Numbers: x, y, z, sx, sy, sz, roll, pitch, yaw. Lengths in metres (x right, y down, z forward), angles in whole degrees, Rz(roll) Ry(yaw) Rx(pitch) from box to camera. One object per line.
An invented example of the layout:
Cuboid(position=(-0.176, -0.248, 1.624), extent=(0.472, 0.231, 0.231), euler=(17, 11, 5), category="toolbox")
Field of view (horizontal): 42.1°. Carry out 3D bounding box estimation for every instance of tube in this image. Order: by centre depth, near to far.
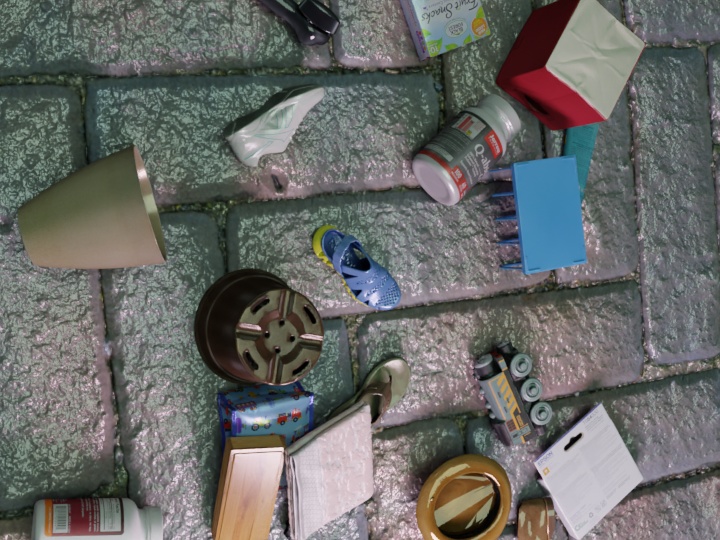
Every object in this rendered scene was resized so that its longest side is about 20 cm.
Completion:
Cuboid(position=(0.429, -0.211, 1.866), extent=(0.076, 0.050, 0.204), euler=(16, 81, -26), category="tube")

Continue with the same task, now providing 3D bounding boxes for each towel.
Cuboid(position=(-0.049, 0.352, 1.629), extent=(0.189, 0.032, 0.204), euler=(-26, 126, -37), category="towel")

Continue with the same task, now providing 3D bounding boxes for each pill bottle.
Cuboid(position=(-0.421, 0.424, 1.497), extent=(0.196, 0.113, 0.116), euler=(5, 90, -22), category="pill bottle")
Cuboid(position=(0.198, -0.227, 1.730), extent=(0.200, 0.115, 0.116), euler=(-45, 106, -15), category="pill bottle")

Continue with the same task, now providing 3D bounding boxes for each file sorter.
Cuboid(position=(0.331, -0.107, 1.785), extent=(0.136, 0.122, 0.205), euler=(-9, 96, -22), category="file sorter")

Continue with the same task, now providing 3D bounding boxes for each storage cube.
Cuboid(position=(0.396, -0.395, 1.773), extent=(0.170, 0.179, 0.202), euler=(34, 80, -19), category="storage cube")

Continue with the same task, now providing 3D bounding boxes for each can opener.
Cuboid(position=(-0.130, -0.460, 1.622), extent=(0.198, 0.064, 0.079), euler=(32, 107, -10), category="can opener")

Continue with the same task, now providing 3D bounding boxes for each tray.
Cuboid(position=(-0.190, 0.372, 1.584), extent=(0.097, 0.037, 0.204), euler=(1, 118, -23), category="tray")

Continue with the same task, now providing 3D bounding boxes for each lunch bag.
Cuboid(position=(-0.160, 0.307, 1.622), extent=(0.148, 0.094, 0.205), euler=(-8, 106, -24), category="lunch bag")

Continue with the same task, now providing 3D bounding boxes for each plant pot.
Cuboid(position=(-0.423, -0.080, 1.460), extent=(0.196, 0.187, 0.191), euler=(-14, 97, -7), category="plant pot")
Cuboid(position=(-0.161, 0.102, 1.549), extent=(0.196, 0.198, 0.205), euler=(-1, 92, -21), category="plant pot")

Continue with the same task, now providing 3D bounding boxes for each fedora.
Cuboid(position=(0.187, 0.434, 1.764), extent=(0.196, 0.082, 0.206), euler=(-1, 94, -17), category="fedora")

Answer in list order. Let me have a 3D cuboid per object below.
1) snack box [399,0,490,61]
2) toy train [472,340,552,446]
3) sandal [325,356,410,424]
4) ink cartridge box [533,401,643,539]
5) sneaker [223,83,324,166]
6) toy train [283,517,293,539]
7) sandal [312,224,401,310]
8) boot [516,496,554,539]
Cuboid(position=(0.145, -0.510, 1.733), extent=(0.140, 0.053, 0.204), euler=(-23, 101, -19), category="snack box")
Cuboid(position=(0.291, 0.240, 1.804), extent=(0.112, 0.085, 0.203), euler=(-27, 101, -9), category="toy train")
Cuboid(position=(0.022, 0.243, 1.703), extent=(0.201, 0.057, 0.080), euler=(-44, 106, -15), category="sandal")
Cuboid(position=(0.456, 0.402, 1.895), extent=(0.195, 0.043, 0.202), euler=(-35, 102, -16), category="ink cartridge box")
Cuboid(position=(-0.142, -0.256, 1.623), extent=(0.199, 0.070, 0.081), euler=(-35, 119, -15), category="sneaker")
Cuboid(position=(-0.074, 0.396, 1.683), extent=(0.046, 0.034, 0.202), euler=(37, 78, -8), category="toy train")
Cuboid(position=(0.000, 0.000, 1.672), extent=(0.199, 0.087, 0.080), euler=(41, 76, -20), category="sandal")
Cuboid(position=(0.346, 0.552, 1.850), extent=(0.074, 0.074, 0.205), euler=(-3, 89, -3), category="boot")
